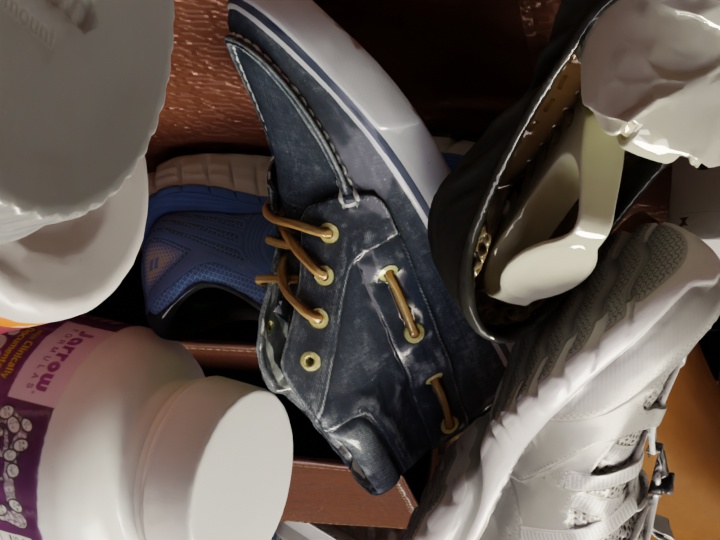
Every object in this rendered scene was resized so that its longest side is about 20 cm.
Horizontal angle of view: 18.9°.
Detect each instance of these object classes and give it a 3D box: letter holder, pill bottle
[{"bbox_3d":[-0.071,0.048,1.023,0.199,0.101,0.142,2,156,14],"label":"letter holder"},{"bbox_3d":[-0.134,0.072,0.937,0.199,0.113,0.112,10,162,27],"label":"pill bottle"},{"bbox_3d":[-0.190,-0.023,0.859,0.199,0.115,0.114,-11,152,40],"label":"pill bottle"}]

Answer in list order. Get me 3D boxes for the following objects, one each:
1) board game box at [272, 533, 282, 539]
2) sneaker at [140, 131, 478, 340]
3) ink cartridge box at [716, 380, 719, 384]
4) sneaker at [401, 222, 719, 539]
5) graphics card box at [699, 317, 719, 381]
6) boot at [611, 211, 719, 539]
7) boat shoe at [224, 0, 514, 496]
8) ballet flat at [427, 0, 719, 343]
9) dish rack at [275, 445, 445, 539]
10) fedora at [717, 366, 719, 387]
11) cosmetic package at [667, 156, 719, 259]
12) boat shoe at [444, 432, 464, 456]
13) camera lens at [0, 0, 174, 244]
[{"bbox_3d":[-0.057,0.183,1.222,0.103,0.201,0.105,-4,156,28],"label":"board game box"},{"bbox_3d":[0.000,0.000,0.887,0.199,0.090,0.079,-5,156,24],"label":"sneaker"},{"bbox_3d":[0.183,0.108,1.012,0.162,0.050,0.200,17,163,-18],"label":"ink cartridge box"},{"bbox_3d":[0.082,0.063,0.759,0.082,0.075,0.200,28,133,-3],"label":"sneaker"},{"bbox_3d":[0.201,0.063,1.034,0.125,0.051,0.200,-7,154,34],"label":"graphics card box"},{"bbox_3d":[0.141,0.085,0.802,0.155,0.077,0.201,31,135,34],"label":"boot"},{"bbox_3d":[-0.010,-0.007,0.775,0.201,0.091,0.071,56,169,-29],"label":"boat shoe"},{"bbox_3d":[0.083,-0.046,0.677,0.068,0.069,0.200,14,136,-17],"label":"ballet flat"},{"bbox_3d":[0.062,0.150,1.126,0.200,0.044,0.171,27,-156,37],"label":"dish rack"},{"bbox_3d":[0.246,0.018,0.843,0.199,0.091,0.177,10,159,14],"label":"fedora"},{"bbox_3d":[0.206,-0.039,0.725,0.199,0.083,0.051,-2,157,21],"label":"cosmetic package"},{"bbox_3d":[0.076,0.079,0.965,0.073,0.063,0.201,28,138,42],"label":"boat shoe"},{"bbox_3d":[-0.177,-0.079,0.646,0.199,0.161,0.160,-3,156,27],"label":"camera lens"}]
